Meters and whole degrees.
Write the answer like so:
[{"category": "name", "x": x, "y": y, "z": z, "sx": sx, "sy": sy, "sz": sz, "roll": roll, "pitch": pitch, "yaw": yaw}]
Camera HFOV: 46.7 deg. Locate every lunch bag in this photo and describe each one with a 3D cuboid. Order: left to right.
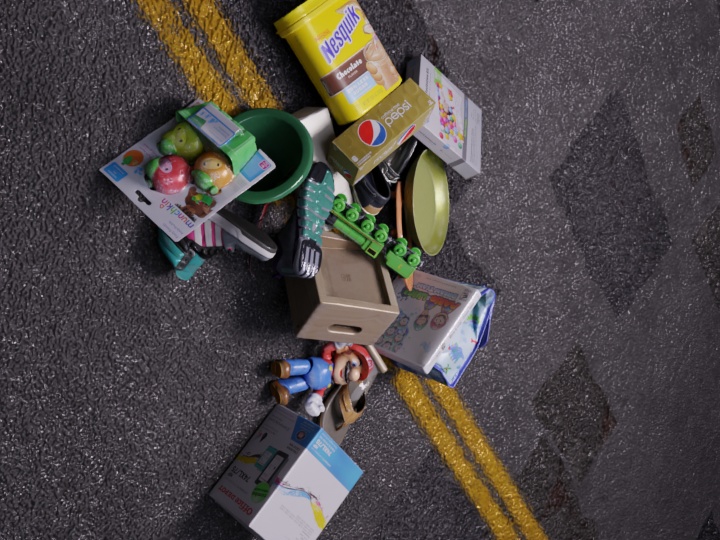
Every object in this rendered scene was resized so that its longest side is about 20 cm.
[{"category": "lunch bag", "x": 0.152, "y": 0.105, "z": 1.619, "sx": 0.128, "sy": 0.169, "sz": 0.201, "roll": 47, "pitch": 68, "yaw": -35}]

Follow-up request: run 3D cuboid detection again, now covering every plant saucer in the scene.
[{"category": "plant saucer", "x": 0.124, "y": -0.130, "z": 1.596, "sx": 0.199, "sy": 0.031, "sz": 0.204, "roll": 0, "pitch": 90, "yaw": -65}]

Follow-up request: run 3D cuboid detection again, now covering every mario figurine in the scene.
[{"category": "mario figurine", "x": -0.057, "y": 0.185, "z": 1.502, "sx": 0.197, "sy": 0.107, "sz": 0.124, "roll": -11, "pitch": 151, "yaw": -30}]

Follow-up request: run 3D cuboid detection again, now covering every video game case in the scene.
[{"category": "video game case", "x": 0.102, "y": 0.087, "z": 1.555, "sx": 0.183, "sy": 0.198, "sz": 0.024, "roll": -52, "pitch": 131, "yaw": -17}]

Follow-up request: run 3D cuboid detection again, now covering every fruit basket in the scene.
[{"category": "fruit basket", "x": -0.257, "y": -0.159, "z": 1.241, "sx": 0.199, "sy": 0.185, "sz": 0.094, "roll": -38, "pitch": 157, "yaw": -29}]

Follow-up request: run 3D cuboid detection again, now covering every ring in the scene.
[{"category": "ring", "x": 0.077, "y": -0.064, "z": 1.547, "sx": 0.200, "sy": 0.019, "sz": 0.205, "roll": -4, "pitch": 90, "yaw": -81}]

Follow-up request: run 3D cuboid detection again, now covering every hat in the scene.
[{"category": "hat", "x": -0.169, "y": -0.143, "z": 1.394, "sx": 0.200, "sy": 0.165, "sz": 0.177, "roll": -43, "pitch": 164, "yaw": -17}]

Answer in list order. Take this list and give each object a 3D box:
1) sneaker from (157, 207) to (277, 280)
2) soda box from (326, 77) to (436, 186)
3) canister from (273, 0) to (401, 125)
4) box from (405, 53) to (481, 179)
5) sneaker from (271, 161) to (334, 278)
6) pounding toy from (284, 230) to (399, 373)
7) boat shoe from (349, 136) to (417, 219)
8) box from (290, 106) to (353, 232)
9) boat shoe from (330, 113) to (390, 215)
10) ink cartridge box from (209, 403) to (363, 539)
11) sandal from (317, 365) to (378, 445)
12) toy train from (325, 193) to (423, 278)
[{"category": "sneaker", "x": -0.235, "y": -0.034, "z": 1.291, "sx": 0.122, "sy": 0.198, "sz": 0.084, "roll": -63, "pitch": 169, "yaw": 11}, {"category": "soda box", "x": 0.036, "y": -0.237, "z": 1.417, "sx": 0.068, "sy": 0.064, "sz": 0.200, "roll": 44, "pitch": 66, "yaw": 8}, {"category": "canister", "x": -0.033, "y": -0.367, "z": 1.400, "sx": 0.148, "sy": 0.086, "sz": 0.201, "roll": -42, "pitch": 110, "yaw": -25}, {"category": "box", "x": 0.159, "y": -0.290, "z": 1.587, "sx": 0.199, "sy": 0.041, "sz": 0.158, "roll": 31, "pitch": 52, "yaw": -37}, {"category": "sneaker", "x": -0.102, "y": -0.084, "z": 1.369, "sx": 0.074, "sy": 0.086, "sz": 0.203, "roll": 35, "pitch": 59, "yaw": -46}, {"category": "pounding toy", "x": -0.025, "y": 0.056, "z": 1.446, "sx": 0.197, "sy": 0.186, "sz": 0.143, "roll": 9, "pitch": 138, "yaw": -30}, {"category": "boat shoe", "x": 0.038, "y": -0.185, "z": 1.531, "sx": 0.072, "sy": 0.070, "sz": 0.202, "roll": 35, "pitch": 77, "yaw": -38}, {"category": "box", "x": -0.078, "y": -0.174, "z": 1.442, "sx": 0.081, "sy": 0.068, "sz": 0.203, "roll": -28, "pitch": 115, "yaw": -30}, {"category": "boat shoe", "x": 0.002, "y": -0.198, "z": 1.468, "sx": 0.074, "sy": 0.062, "sz": 0.203, "roll": -10, "pitch": 77, "yaw": -45}, {"category": "ink cartridge box", "x": -0.130, "y": 0.374, "z": 1.462, "sx": 0.201, "sy": 0.146, "sz": 0.147, "roll": -52, "pitch": 126, "yaw": -19}, {"category": "sandal", "x": -0.014, "y": 0.248, "z": 1.588, "sx": 0.082, "sy": 0.054, "sz": 0.201, "roll": 46, "pitch": 70, "yaw": -35}, {"category": "toy train", "x": 0.019, "y": -0.058, "z": 1.426, "sx": 0.199, "sy": 0.042, "sz": 0.057, "roll": 35, "pitch": 113, "yaw": -8}]
